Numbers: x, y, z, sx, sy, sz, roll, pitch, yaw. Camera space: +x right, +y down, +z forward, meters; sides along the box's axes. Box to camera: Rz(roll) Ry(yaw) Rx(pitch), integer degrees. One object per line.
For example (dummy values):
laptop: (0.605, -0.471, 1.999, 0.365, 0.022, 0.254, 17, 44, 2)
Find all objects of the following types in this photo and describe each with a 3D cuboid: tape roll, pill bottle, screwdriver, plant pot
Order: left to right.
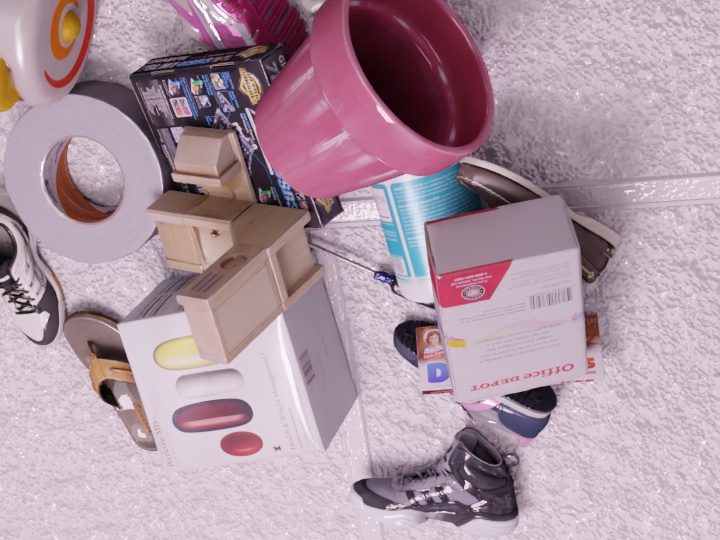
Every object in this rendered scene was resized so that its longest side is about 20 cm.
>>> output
tape roll: (-0.304, -0.112, 1.801, 0.199, 0.066, 0.201, 6, 111, 15)
screwdriver: (0.000, 0.000, 1.768, 0.199, 0.028, 0.029, 19, 86, 6)
plant pot: (0.000, -0.164, 1.537, 0.179, 0.200, 0.200, -30, 99, 39)
pill bottle: (0.071, -0.075, 1.672, 0.110, 0.111, 0.201, -10, 107, 20)

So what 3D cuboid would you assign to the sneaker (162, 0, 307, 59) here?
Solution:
sneaker: (-0.137, -0.269, 1.686, 0.200, 0.081, 0.088, 47, 143, -14)

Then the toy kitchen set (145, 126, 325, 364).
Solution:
toy kitchen set: (-0.179, -0.034, 1.644, 0.199, 0.180, 0.164, 9, 128, 35)

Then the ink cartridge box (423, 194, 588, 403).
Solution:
ink cartridge box: (0.149, 0.031, 1.604, 0.147, 0.086, 0.200, -12, 138, -1)

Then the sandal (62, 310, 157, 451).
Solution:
sandal: (-0.293, 0.138, 1.898, 0.081, 0.055, 0.201, -21, 103, 23)

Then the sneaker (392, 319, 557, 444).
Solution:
sneaker: (0.117, 0.131, 1.763, 0.199, 0.070, 0.082, 30, 132, 13)

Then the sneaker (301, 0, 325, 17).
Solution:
sneaker: (0.030, -0.249, 1.621, 0.200, 0.075, 0.081, 33, 82, -5)

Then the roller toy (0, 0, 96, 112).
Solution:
roller toy: (-0.367, -0.272, 1.690, 0.139, 0.200, 0.183, 12, 107, 11)

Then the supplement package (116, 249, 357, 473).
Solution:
supplement package: (-0.136, 0.104, 1.786, 0.199, 0.147, 0.192, -11, 107, 20)

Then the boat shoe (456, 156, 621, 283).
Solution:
boat shoe: (0.179, -0.054, 1.638, 0.199, 0.072, 0.060, 28, 90, -21)

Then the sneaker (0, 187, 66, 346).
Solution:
sneaker: (-0.415, 0.007, 1.868, 0.075, 0.088, 0.201, -11, 108, 19)

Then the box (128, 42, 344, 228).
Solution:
box: (-0.134, -0.139, 1.696, 0.198, 0.050, 0.201, -2, 120, 39)

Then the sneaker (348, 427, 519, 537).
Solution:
sneaker: (0.088, 0.235, 1.809, 0.199, 0.076, 0.114, 7, 112, 8)

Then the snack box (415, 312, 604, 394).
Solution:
snack box: (0.162, 0.091, 1.708, 0.199, 0.024, 0.072, -5, 74, 2)
